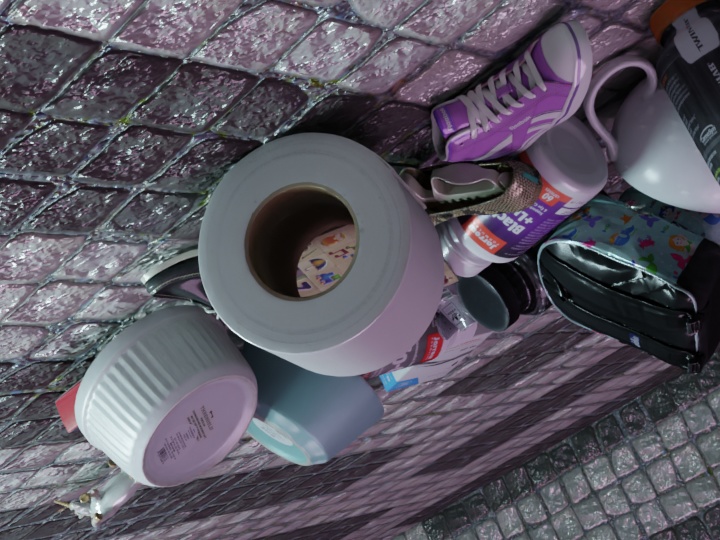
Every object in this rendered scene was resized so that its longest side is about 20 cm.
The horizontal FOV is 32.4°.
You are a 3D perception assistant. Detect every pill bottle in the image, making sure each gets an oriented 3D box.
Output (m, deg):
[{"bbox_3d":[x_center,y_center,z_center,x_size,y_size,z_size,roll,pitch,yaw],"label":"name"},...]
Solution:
[{"bbox_3d":[0.161,-0.078,1.338,0.111,0.112,0.200,-6,154,-42],"label":"pill bottle"},{"bbox_3d":[0.212,-0.017,1.479,0.200,0.112,0.112,-37,168,-26],"label":"pill bottle"},{"bbox_3d":[0.043,0.069,1.581,0.199,0.114,0.114,-14,158,-28],"label":"pill bottle"},{"bbox_3d":[0.351,-0.173,1.180,0.106,0.201,0.106,-22,162,-8],"label":"pill bottle"}]

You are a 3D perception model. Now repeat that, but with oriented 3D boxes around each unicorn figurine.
[{"bbox_3d":[-0.365,0.322,1.811,0.199,0.074,0.137,-30,172,-1],"label":"unicorn figurine"}]

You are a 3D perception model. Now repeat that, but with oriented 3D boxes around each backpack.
[{"bbox_3d":[0.298,0.001,1.346,0.151,0.199,0.178,-57,148,-26],"label":"backpack"}]

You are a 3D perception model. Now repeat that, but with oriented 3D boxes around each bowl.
[{"bbox_3d":[-0.081,0.164,1.516,0.105,0.200,0.201,-56,171,-21],"label":"bowl"}]

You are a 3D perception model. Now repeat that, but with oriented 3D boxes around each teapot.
[{"bbox_3d":[0.360,-0.162,1.306,0.200,0.197,0.147,-31,139,-46],"label":"teapot"}]

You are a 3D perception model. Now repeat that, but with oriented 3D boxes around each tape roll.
[{"bbox_3d":[-0.033,-0.011,1.145,0.202,0.204,0.139,-28,161,10],"label":"tape roll"}]

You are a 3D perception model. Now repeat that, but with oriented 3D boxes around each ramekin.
[{"bbox_3d":[-0.208,0.149,1.392,0.200,0.105,0.201,-33,147,-25],"label":"ramekin"}]

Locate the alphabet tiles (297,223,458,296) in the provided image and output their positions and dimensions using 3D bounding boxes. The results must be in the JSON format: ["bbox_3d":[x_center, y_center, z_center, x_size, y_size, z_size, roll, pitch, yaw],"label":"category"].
[{"bbox_3d":[0.000,0.000,1.313,0.166,0.008,0.200,-21,150,11],"label":"alphabet tiles"}]

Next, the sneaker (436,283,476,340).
[{"bbox_3d":[0.088,0.020,1.498,0.199,0.116,0.075,-5,158,-45],"label":"sneaker"}]

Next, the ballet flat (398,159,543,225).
[{"bbox_3d":[0.084,-0.083,1.257,0.199,0.068,0.075,-7,160,33],"label":"ballet flat"}]

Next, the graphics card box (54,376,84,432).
[{"bbox_3d":[-0.256,0.146,1.521,0.125,0.051,0.200,-36,159,29],"label":"graphics card box"}]

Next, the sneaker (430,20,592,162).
[{"bbox_3d":[0.133,-0.157,1.163,0.114,0.073,0.201,-11,157,-27],"label":"sneaker"}]

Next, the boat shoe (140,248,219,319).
[{"bbox_3d":[-0.141,0.017,1.297,0.072,0.068,0.199,-35,157,32],"label":"boat shoe"}]

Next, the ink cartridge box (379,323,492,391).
[{"bbox_3d":[0.111,0.097,1.807,0.115,0.068,0.200,-12,157,-32],"label":"ink cartridge box"}]
